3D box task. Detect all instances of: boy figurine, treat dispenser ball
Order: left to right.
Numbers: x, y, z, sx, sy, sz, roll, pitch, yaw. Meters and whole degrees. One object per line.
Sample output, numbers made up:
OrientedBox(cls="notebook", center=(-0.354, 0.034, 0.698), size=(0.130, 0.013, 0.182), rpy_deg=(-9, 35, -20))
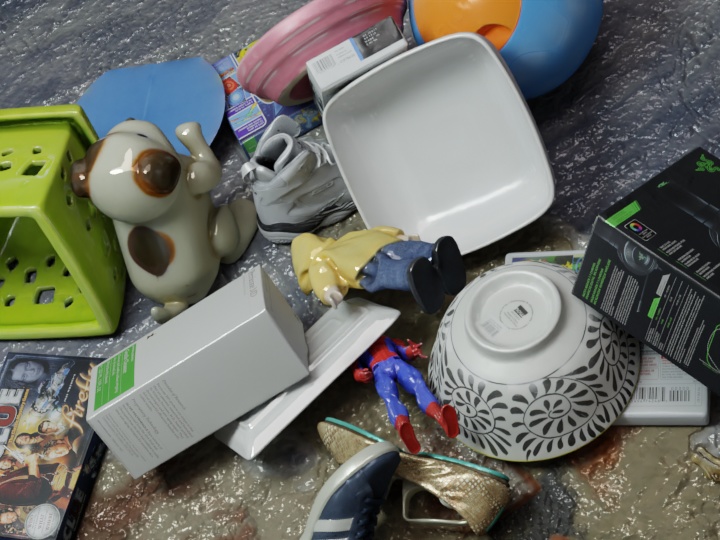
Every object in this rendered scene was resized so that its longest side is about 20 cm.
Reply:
OrientedBox(cls="boy figurine", center=(0.000, 0.000, 1.443), size=(0.199, 0.065, 0.124), rpy_deg=(2, 32, 44))
OrientedBox(cls="treat dispenser ball", center=(0.149, -0.274, 1.549), size=(0.199, 0.201, 0.202), rpy_deg=(-9, 53, 13))

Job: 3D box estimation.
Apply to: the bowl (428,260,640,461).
OrientedBox(cls="bowl", center=(0.145, 0.060, 1.354), size=(0.199, 0.094, 0.202), rpy_deg=(-10, 52, 13))

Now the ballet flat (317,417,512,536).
OrientedBox(cls="ballet flat", center=(0.037, 0.187, 1.348), size=(0.199, 0.070, 0.066), rpy_deg=(14, 75, 31))

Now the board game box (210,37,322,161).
OrientedBox(cls="board game box", center=(-0.064, -0.221, 1.689), size=(0.199, 0.035, 0.136), rpy_deg=(-28, 52, -1))

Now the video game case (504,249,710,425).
OrientedBox(cls="video game case", center=(0.224, 0.060, 1.400), size=(0.198, 0.022, 0.184), rpy_deg=(-2, 55, 19))

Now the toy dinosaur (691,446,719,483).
OrientedBox(cls="toy dinosaur", center=(0.381, 0.168, 1.258), size=(0.199, 0.058, 0.102), rpy_deg=(16, 77, 37))

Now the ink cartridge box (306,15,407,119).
OrientedBox(cls="ink cartridge box", center=(-0.002, -0.197, 1.553), size=(0.099, 0.200, 0.039), rpy_deg=(-30, 82, -4))

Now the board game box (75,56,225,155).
OrientedBox(cls="board game box", center=(-0.237, -0.159, 1.700), size=(0.198, 0.039, 0.159), rpy_deg=(-6, 57, 17))

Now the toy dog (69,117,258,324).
OrientedBox(cls="toy dog", center=(-0.215, -0.065, 1.526), size=(0.138, 0.201, 0.195), rpy_deg=(7, 58, 24))

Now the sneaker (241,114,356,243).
OrientedBox(cls="sneaker", center=(-0.029, -0.114, 1.550), size=(0.199, 0.115, 0.075), rpy_deg=(-29, 52, -3))

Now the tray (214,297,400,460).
OrientedBox(cls="tray", center=(-0.057, 0.094, 1.439), size=(0.200, 0.022, 0.107), rpy_deg=(-43, 20, -13))

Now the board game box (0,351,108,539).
OrientedBox(cls="board game box", center=(-0.320, 0.178, 1.494), size=(0.134, 0.035, 0.201), rpy_deg=(2, 57, 20))

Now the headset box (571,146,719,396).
OrientedBox(cls="headset box", center=(0.307, -0.002, 1.311), size=(0.199, 0.093, 0.174), rpy_deg=(36, 46, 26))

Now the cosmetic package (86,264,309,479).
OrientedBox(cls="cosmetic package", center=(-0.152, 0.095, 1.427), size=(0.199, 0.085, 0.108), rpy_deg=(-33, 23, 6))

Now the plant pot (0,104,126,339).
OrientedBox(cls="plant pot", center=(-0.351, -0.058, 1.577), size=(0.197, 0.201, 0.183), rpy_deg=(-3, 47, 18))

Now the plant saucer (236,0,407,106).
OrientedBox(cls="plant saucer", center=(-0.032, -0.230, 1.558), size=(0.199, 0.201, 0.051), rpy_deg=(-30, 83, -3))

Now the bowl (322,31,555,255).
OrientedBox(cls="bowl", center=(0.084, -0.121, 1.479), size=(0.199, 0.201, 0.075), rpy_deg=(-23, 7, 25))

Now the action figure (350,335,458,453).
OrientedBox(cls="action figure", center=(0.031, 0.096, 1.396), size=(0.065, 0.052, 0.200), rpy_deg=(-25, 27, -8))

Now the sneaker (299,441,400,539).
OrientedBox(cls="sneaker", center=(-0.010, 0.245, 1.297), size=(0.084, 0.075, 0.201), rpy_deg=(37, 101, 30))
